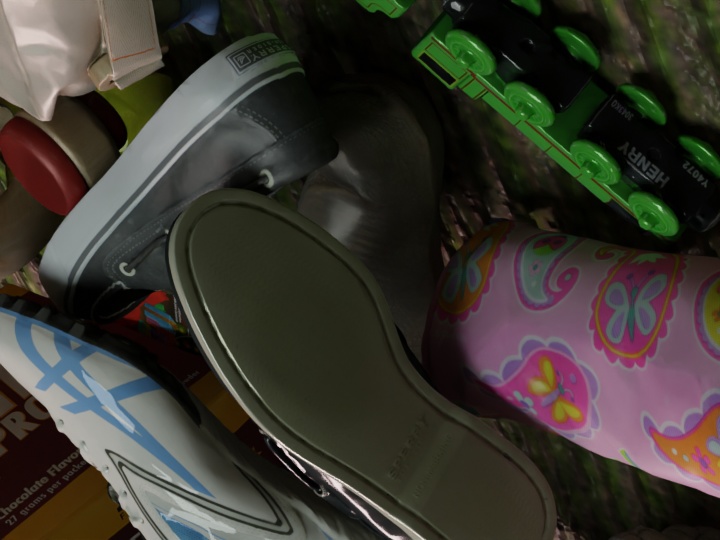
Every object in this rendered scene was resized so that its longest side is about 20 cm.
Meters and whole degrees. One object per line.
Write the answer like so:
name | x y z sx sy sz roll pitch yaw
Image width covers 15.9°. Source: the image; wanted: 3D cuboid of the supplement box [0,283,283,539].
supplement box | -0.126 0.140 1.212 0.197 0.133 0.200 18 138 47

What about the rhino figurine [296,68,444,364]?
rhino figurine | 0.000 0.000 1.054 0.087 0.060 0.200 17 131 32

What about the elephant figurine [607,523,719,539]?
elephant figurine | 0.095 0.179 1.146 0.200 0.141 0.155 -21 75 61

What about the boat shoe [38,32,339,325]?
boat shoe | -0.070 -0.020 1.010 0.057 0.069 0.200 55 144 9

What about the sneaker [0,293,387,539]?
sneaker | -0.080 0.079 1.027 0.200 0.072 0.072 37 180 10

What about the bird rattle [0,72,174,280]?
bird rattle | -0.182 -0.063 1.096 0.200 0.163 0.113 32 141 3

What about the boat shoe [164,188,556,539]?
boat shoe | -0.010 0.046 0.978 0.199 0.075 0.066 40 160 -23

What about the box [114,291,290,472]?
box | -0.050 0.069 1.224 0.137 0.039 0.200 26 145 21

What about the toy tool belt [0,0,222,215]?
toy tool belt | -0.100 -0.123 0.985 0.125 0.123 0.200 33 154 32

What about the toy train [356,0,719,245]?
toy train | 0.051 -0.080 0.945 0.200 0.042 0.056 41 161 -5

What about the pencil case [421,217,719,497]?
pencil case | 0.111 0.033 0.958 0.200 0.087 0.087 13 140 52
